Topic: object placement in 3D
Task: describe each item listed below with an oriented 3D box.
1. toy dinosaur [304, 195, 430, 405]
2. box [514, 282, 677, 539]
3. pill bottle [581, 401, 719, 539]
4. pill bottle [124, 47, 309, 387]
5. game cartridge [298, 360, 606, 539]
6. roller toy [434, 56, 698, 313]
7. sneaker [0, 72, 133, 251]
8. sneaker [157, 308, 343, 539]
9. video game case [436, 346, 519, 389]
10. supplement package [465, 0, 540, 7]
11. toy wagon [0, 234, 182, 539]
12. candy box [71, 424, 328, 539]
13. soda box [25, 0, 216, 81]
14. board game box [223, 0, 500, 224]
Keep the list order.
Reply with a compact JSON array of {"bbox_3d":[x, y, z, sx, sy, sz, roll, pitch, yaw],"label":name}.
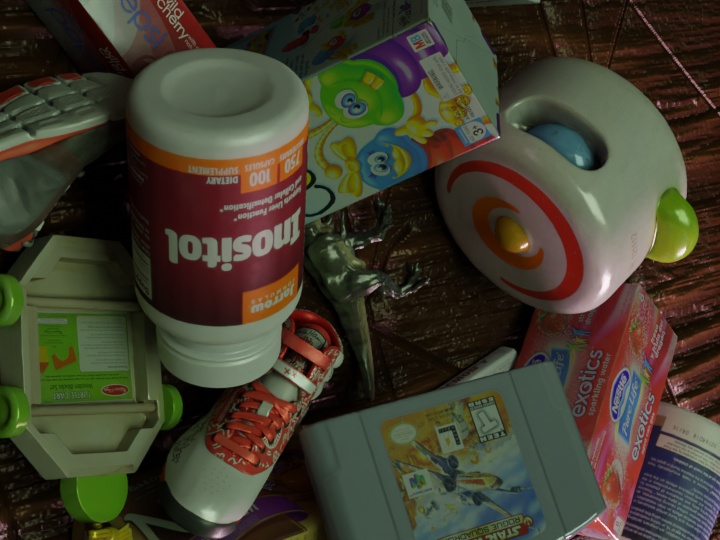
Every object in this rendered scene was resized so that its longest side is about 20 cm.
[{"bbox_3d":[0.000,0.000,1.121,0.088,0.047,0.202,-32,117,-17],"label":"toy dinosaur"},{"bbox_3d":[0.190,0.117,1.240,0.095,0.102,0.202,45,58,-42],"label":"box"},{"bbox_3d":[0.274,0.234,1.348,0.111,0.110,0.202,35,73,-38],"label":"pill bottle"},{"bbox_3d":[-0.090,-0.029,0.911,0.112,0.113,0.202,-28,137,-35],"label":"pill bottle"},{"bbox_3d":[0.068,0.149,1.000,0.198,0.042,0.134,-14,67,-17],"label":"game cartridge"},{"bbox_3d":[0.155,-0.064,1.158,0.140,0.199,0.183,-43,110,-27],"label":"roller toy"},{"bbox_3d":[-0.218,-0.058,0.902,0.198,0.077,0.083,-26,127,-14],"label":"sneaker"},{"bbox_3d":[-0.071,0.094,0.983,0.109,0.067,0.201,-59,177,24],"label":"sneaker"},{"bbox_3d":[0.089,0.195,1.241,0.181,0.023,0.202,-29,115,-35],"label":"video game case"},{"bbox_3d":[0.031,-0.307,1.038,0.198,0.146,0.194,10,89,-40],"label":"supplement package"},{"bbox_3d":[-0.181,0.080,0.938,0.154,0.039,0.203,6,78,-55],"label":"toy wagon"},{"bbox_3d":[-0.090,0.180,1.014,0.198,0.116,0.057,-10,121,-39],"label":"candy box"},{"bbox_3d":[-0.176,-0.189,0.924,0.064,0.070,0.201,-53,125,-24],"label":"soda box"},{"bbox_3d":[-0.015,-0.116,0.977,0.103,0.198,0.106,53,25,-32],"label":"board game box"}]
